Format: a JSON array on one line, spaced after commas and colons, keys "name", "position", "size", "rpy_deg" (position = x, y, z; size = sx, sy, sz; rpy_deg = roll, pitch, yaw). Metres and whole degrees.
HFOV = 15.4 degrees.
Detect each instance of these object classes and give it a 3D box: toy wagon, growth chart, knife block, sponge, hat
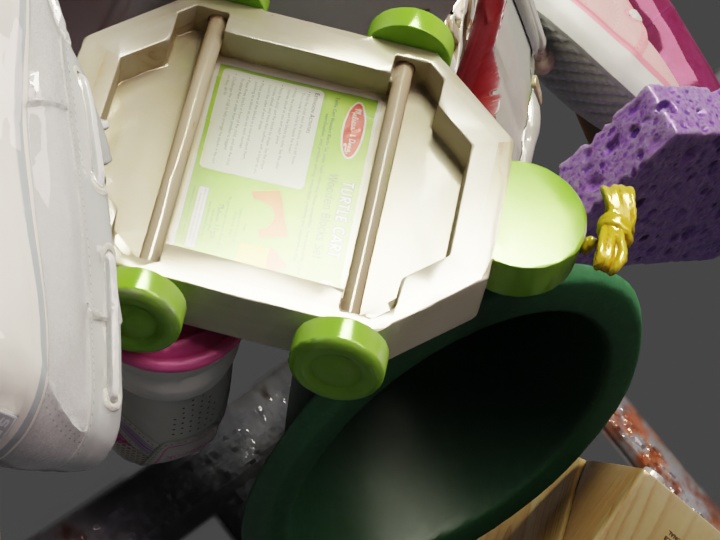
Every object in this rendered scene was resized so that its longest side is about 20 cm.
[{"name": "toy wagon", "position": [-0.006, -0.026, 0.903], "size": [0.198, 0.040, 0.156], "rpy_deg": [14, 51, -1]}, {"name": "growth chart", "position": [0.052, -0.066, 1.153], "size": [0.145, 0.018, 0.201], "rpy_deg": [67, 30, -48]}, {"name": "knife block", "position": [0.065, 0.159, 1.020], "size": [0.064, 0.176, 0.200], "rpy_deg": [40, -10, -12]}, {"name": "sponge", "position": [0.162, -0.045, 1.267], "size": [0.199, 0.112, 0.030], "rpy_deg": [-5, 58, -50]}, {"name": "hat", "position": [0.000, 0.000, 1.022], "size": [0.199, 0.166, 0.176], "rpy_deg": [-15, 53, -32]}]

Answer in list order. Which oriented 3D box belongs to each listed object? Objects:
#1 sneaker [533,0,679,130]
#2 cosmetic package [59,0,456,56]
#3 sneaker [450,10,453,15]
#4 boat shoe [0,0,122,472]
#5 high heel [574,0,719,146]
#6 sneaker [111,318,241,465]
[{"name": "sneaker", "position": [0.101, -0.156, 1.289], "size": [0.200, 0.075, 0.105], "rpy_deg": [43, 74, 12]}, {"name": "cosmetic package", "position": [-0.049, -0.202, 1.016], "size": [0.166, 0.167, 0.201], "rpy_deg": [-7, 54, -38]}, {"name": "sneaker", "position": [-0.013, -0.118, 1.165], "size": [0.199, 0.090, 0.067], "rpy_deg": [-8, 61, -51]}, {"name": "boat shoe", "position": [-0.104, -0.034, 0.784], "size": [0.068, 0.072, 0.201], "rpy_deg": [24, 42, -46]}, {"name": "high heel", "position": [0.139, -0.138, 1.368], "size": [0.095, 0.067, 0.201], "rpy_deg": [4, 56, -41]}, {"name": "sneaker", "position": [-0.111, -0.001, 0.962], "size": [0.081, 0.089, 0.200], "rpy_deg": [-18, 46, -24]}]
